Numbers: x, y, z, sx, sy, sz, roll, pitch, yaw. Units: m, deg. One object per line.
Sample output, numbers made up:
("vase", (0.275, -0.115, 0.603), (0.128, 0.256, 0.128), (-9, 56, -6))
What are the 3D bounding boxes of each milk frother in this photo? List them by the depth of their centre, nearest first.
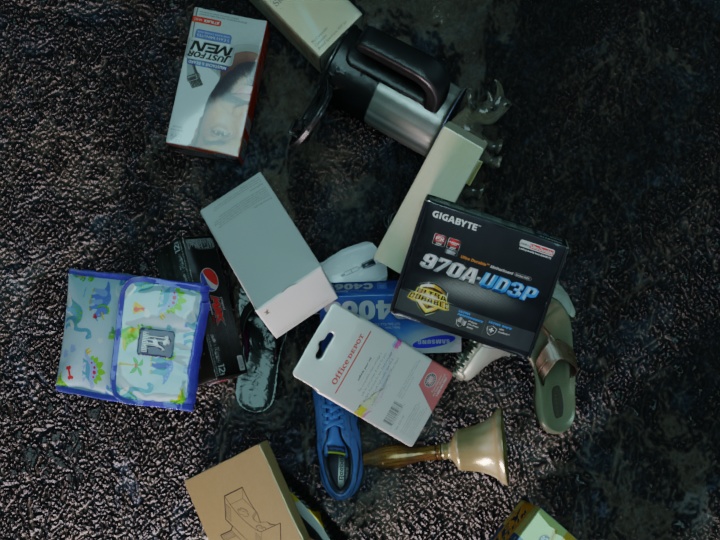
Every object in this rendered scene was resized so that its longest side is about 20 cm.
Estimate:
("milk frother", (0.021, -0.214, 1.579), (0.186, 0.181, 0.202), (29, 88, 5))

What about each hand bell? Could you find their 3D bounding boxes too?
("hand bell", (0.101, 0.249, 1.572), (0.196, 0.104, 0.106), (-6, 83, 10))

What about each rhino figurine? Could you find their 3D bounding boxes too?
("rhino figurine", (0.154, -0.172, 1.590), (0.086, 0.060, 0.202), (16, 118, -7))

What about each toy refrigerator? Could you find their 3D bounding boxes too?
("toy refrigerator", (0.097, -0.093, 1.541), (0.069, 0.076, 0.202), (29, 105, 3))

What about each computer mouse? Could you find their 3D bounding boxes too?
("computer mouse", (0.000, 0.000, 1.617), (0.198, 0.044, 0.111), (-27, 84, -3))

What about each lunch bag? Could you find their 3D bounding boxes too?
("lunch bag", (-0.299, 0.092, 1.540), (0.197, 0.127, 0.173), (7, 90, 21))

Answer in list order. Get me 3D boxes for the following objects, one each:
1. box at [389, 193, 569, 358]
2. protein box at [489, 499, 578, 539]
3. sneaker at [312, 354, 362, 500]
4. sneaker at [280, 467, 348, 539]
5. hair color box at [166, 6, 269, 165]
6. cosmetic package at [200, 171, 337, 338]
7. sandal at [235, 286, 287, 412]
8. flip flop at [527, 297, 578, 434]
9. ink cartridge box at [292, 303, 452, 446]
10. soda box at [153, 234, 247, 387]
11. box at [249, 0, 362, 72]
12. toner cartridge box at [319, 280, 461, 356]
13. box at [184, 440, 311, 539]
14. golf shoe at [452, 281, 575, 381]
("box", (0.154, 0.008, 1.496), (0.197, 0.046, 0.161), (19, 106, 1))
("protein box", (0.255, 0.419, 1.484), (0.199, 0.199, 0.135), (40, 84, 6))
("sneaker", (-0.031, 0.212, 1.575), (0.065, 0.078, 0.204), (-6, 81, 2))
("sneaker", (-0.079, 0.371, 1.565), (0.090, 0.070, 0.201), (-41, 82, 8))
("hair color box", (-0.203, -0.264, 1.643), (0.109, 0.064, 0.204), (10, 84, 1))
("cosmetic package", (-0.126, -0.023, 1.559), (0.107, 0.085, 0.201), (-31, 55, -2))
("sandal", (-0.138, 0.096, 1.604), (0.074, 0.048, 0.204), (1, 84, 1))
("flip flop", (0.264, 0.131, 1.559), (0.080, 0.057, 0.203), (-13, 104, -17))
("ink cartridge box", (0.010, 0.134, 1.538), (0.199, 0.067, 0.118), (32, 87, -17))
("soda box", (-0.223, 0.057, 1.590), (0.070, 0.063, 0.203), (-20, 81, 39))
("box", (-0.095, -0.395, 1.650), (0.200, 0.078, 0.095), (44, 85, 5))
("toner cartridge box", (0.042, 0.065, 1.587), (0.196, 0.043, 0.096), (-2, 117, 1))
("box", (-0.143, 0.348, 1.541), (0.162, 0.021, 0.202), (-30, 81, 34))
("golf shoe", (0.217, 0.094, 1.590), (0.097, 0.078, 0.200), (45, 86, 0))
